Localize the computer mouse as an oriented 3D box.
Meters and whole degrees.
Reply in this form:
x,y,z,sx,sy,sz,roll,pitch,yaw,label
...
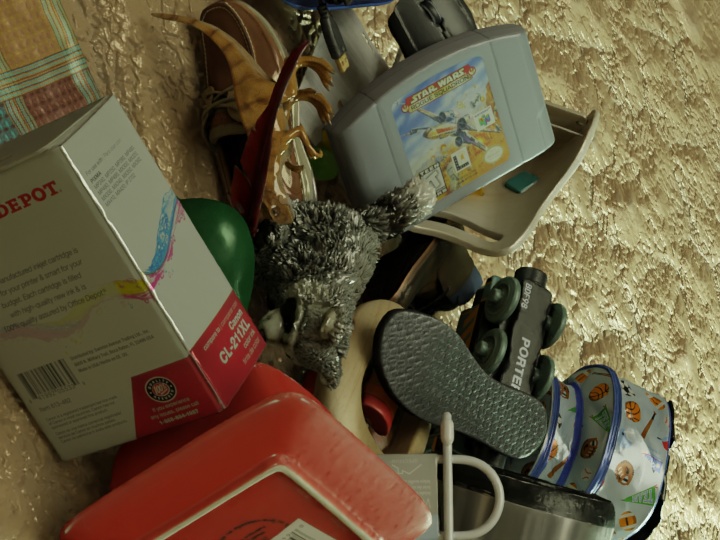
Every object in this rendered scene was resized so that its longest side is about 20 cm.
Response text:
x,y,z,sx,sy,sz,roll,pitch,yaw,label
0.044,-0.194,1.392,0.140,0.046,0.201,-35,124,-19,computer mouse

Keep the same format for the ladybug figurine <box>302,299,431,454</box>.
x,y,z,sx,sy,sz,roll,pitch,yaw,label
0.002,0.107,1.344,0.137,0.071,0.201,59,34,-22,ladybug figurine

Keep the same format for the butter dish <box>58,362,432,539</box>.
x,y,z,sx,sy,sz,roll,pitch,yaw,label
-0.084,0.138,1.117,0.200,0.199,0.149,46,17,-41,butter dish

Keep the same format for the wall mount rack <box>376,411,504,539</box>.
x,y,z,sx,sy,sz,roll,pitch,yaw,label
0.010,0.196,1.199,0.075,0.197,0.176,79,10,-77,wall mount rack

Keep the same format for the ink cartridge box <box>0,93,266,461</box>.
x,y,z,sx,sy,sz,roll,pitch,yaw,label
-0.176,0.007,1.045,0.201,0.145,0.083,60,32,-19,ink cartridge box

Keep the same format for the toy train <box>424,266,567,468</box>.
x,y,z,sx,sy,sz,roll,pitch,yaw,label
0.119,0.093,1.466,0.085,0.114,0.202,27,64,-25,toy train

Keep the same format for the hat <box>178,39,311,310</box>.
x,y,z,sx,sy,sz,roll,pitch,yaw,label
-0.084,-0.017,1.170,0.201,0.175,0.166,59,32,-19,hat

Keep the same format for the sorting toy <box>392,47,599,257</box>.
x,y,z,sx,sy,sz,roll,pitch,yaw,label
0.100,-0.091,1.485,0.198,0.107,0.181,19,46,2,sorting toy

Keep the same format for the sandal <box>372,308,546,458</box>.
x,y,z,sx,sy,sz,roll,pitch,yaw,label
0.075,0.099,1.347,0.200,0.043,0.077,39,79,-34,sandal

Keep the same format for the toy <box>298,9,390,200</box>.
x,y,z,sx,sy,sz,roll,pitch,yaw,label
-0.024,-0.152,1.457,0.116,0.047,0.201,55,29,-29,toy

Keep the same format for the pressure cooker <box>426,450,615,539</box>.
x,y,z,sx,sy,sz,roll,pitch,yaw,label
0.107,0.262,1.310,0.175,0.177,0.202,20,85,-61,pressure cooker

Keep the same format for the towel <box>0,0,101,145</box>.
x,y,z,sx,sy,sz,roll,pitch,yaw,label
-0.261,-0.192,1.132,0.147,0.022,0.202,-40,109,-56,towel

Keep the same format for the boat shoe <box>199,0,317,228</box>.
x,y,z,sx,sy,sz,roll,pitch,yaw,label
-0.092,-0.125,1.315,0.072,0.075,0.202,-12,82,-55,boat shoe

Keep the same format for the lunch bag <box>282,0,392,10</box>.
x,y,z,sx,sy,sz,roll,pitch,yaw,label
-0.029,-0.308,1.427,0.136,0.133,0.199,45,32,21,lunch bag

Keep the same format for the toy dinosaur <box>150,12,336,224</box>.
x,y,z,sx,sy,sz,roll,pitch,yaw,label
-0.077,-0.138,1.261,0.105,0.060,0.202,-18,77,-20,toy dinosaur

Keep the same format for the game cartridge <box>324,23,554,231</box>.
x,y,z,sx,sy,sz,roll,pitch,yaw,label
0.071,-0.125,1.391,0.199,0.042,0.134,-30,126,-15,game cartridge

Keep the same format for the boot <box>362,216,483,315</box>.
x,y,z,sx,sy,sz,roll,pitch,yaw,label
0.067,0.012,1.493,0.097,0.074,0.200,58,32,-17,boot

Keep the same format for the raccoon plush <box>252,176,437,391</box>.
x,y,z,sx,sy,sz,roll,pitch,yaw,label
0.000,0.000,1.280,0.134,0.199,0.097,48,-12,40,raccoon plush

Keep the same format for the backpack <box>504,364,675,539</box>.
x,y,z,sx,sy,sz,roll,pitch,yaw,label
0.199,0.178,1.508,0.153,0.190,0.202,28,50,-28,backpack
